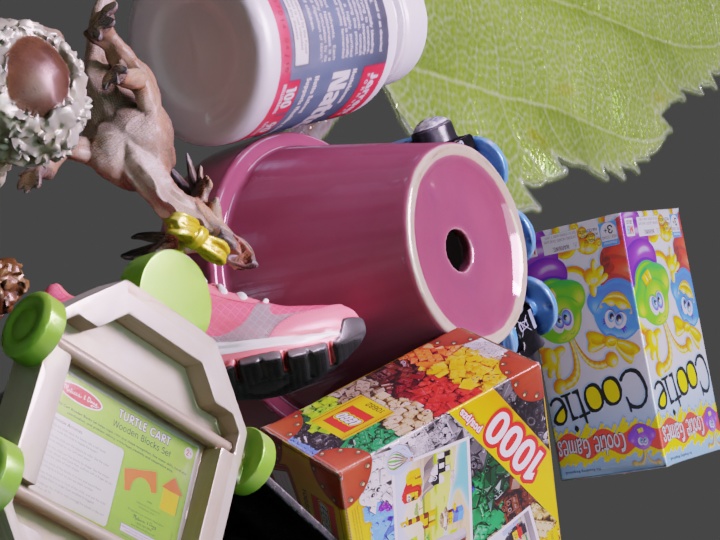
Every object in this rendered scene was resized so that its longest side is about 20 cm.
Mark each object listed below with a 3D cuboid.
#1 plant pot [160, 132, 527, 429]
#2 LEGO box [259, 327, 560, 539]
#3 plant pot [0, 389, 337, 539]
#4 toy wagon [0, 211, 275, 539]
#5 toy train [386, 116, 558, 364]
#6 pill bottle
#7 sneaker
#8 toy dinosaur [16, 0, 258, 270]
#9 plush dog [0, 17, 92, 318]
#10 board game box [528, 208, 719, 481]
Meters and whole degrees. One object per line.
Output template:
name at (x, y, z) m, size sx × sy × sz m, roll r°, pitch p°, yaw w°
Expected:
plant pot at (0.000, 0.000, 1.110) m, size 0.199 × 0.178 × 0.202 m, roll 18°, pitch 66°, yaw -49°
LEGO box at (0.037, 0.157, 1.002) m, size 0.148 × 0.077 × 0.202 m, roll -26°, pitch 119°, yaw -30°
plant pot at (-0.155, 0.180, 0.868) m, size 0.200 × 0.176 × 0.201 m, roll 46°, pitch 48°, yaw -32°
toy wagon at (-0.103, 0.069, 0.791) m, size 0.155 × 0.039 × 0.202 m, roll 38°, pitch 52°, yaw -40°
toy train at (0.063, -0.009, 1.242) m, size 0.086 × 0.113 × 0.202 m, roll -31°, pitch 104°, yaw -47°
pill bottle at (-0.045, -0.155, 1.141) m, size 0.199 × 0.119 × 0.121 m, roll -20°, pitch 96°, yaw -51°
sneaker at (-0.096, 0.029, 1.000) m, size 0.198 × 0.074 × 0.088 m, roll -8°, pitch 71°, yaw -9°
toy dinosaur at (-0.138, -0.082, 1.039) m, size 0.135 × 0.085 × 0.202 m, roll 42°, pitch 26°, yaw -51°
plush dog at (-0.250, -0.045, 0.871) m, size 0.198 × 0.160 × 0.174 m, roll 11°, pitch 85°, yaw -20°
board game box at (0.213, 0.059, 1.420) m, size 0.104 × 0.102 × 0.202 m, roll -6°, pitch 85°, yaw -51°
